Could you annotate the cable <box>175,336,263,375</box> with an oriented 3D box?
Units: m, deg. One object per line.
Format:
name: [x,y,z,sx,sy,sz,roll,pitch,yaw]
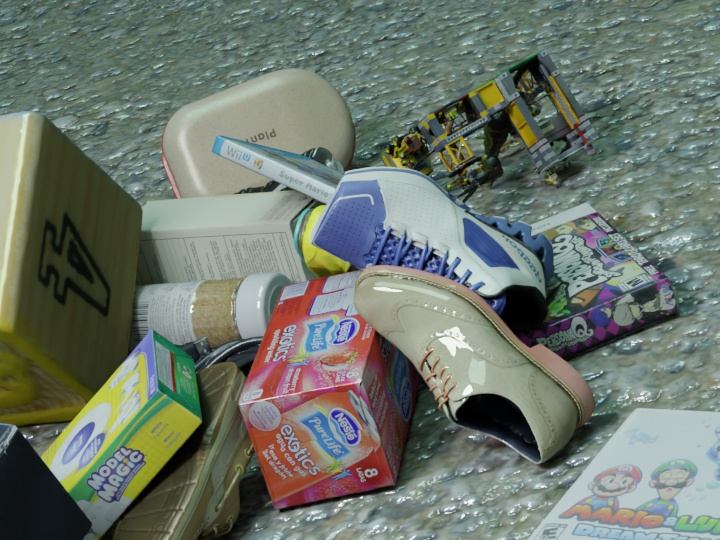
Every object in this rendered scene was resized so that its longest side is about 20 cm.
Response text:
cable: [-0.140,0.117,1.657,0.162,0.051,0.200,10,33,40]

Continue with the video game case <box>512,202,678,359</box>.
video game case: [0.141,0.019,1.668,0.180,0.036,0.200,-22,23,-5]

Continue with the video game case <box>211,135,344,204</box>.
video game case: [-0.011,-0.065,1.726,0.199,0.018,0.143,25,9,31]

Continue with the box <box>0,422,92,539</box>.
box: [-0.326,0.209,1.404,0.199,0.124,0.199,4,52,35]

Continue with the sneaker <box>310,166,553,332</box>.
sneaker: [0.066,-0.003,1.554,0.198,0.081,0.116,18,31,-16]

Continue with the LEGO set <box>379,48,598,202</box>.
LEGO set: [0.128,-0.110,1.924,0.199,0.116,0.154,-29,-5,-33]

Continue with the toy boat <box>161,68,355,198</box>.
toy boat: [-0.103,-0.122,2.096,0.199,0.131,0.131,-20,-6,-6]

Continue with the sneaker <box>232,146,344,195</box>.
sneaker: [-0.071,-0.036,1.914,0.199,0.090,0.079,-26,36,42]

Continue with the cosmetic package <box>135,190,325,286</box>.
cosmetic package: [-0.115,-0.010,1.840,0.199,0.104,0.073,-1,27,32]

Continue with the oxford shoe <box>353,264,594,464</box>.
oxford shoe: [0.071,0.065,1.475,0.199,0.071,0.074,30,48,15]

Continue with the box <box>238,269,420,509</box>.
box: [-0.018,0.085,1.561,0.099,0.096,0.200,-12,23,14]

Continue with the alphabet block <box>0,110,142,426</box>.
alphabet block: [-0.317,0.006,1.738,0.194,0.196,0.202,-8,62,25]

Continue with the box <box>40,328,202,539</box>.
box: [-0.200,0.148,1.516,0.200,0.048,0.117,-50,19,11]

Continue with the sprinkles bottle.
sprinkles bottle: [-0.152,0.042,1.794,0.199,0.069,0.068,-5,26,29]

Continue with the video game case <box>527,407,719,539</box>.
video game case: [0.228,0.148,1.328,0.199,0.024,0.182,0,29,37]

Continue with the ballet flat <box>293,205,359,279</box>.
ballet flat: [0.000,0.000,1.696,0.066,0.200,0.067,11,76,17]

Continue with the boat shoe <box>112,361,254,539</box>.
boat shoe: [-0.118,0.162,1.493,0.074,0.066,0.201,-10,44,43]
